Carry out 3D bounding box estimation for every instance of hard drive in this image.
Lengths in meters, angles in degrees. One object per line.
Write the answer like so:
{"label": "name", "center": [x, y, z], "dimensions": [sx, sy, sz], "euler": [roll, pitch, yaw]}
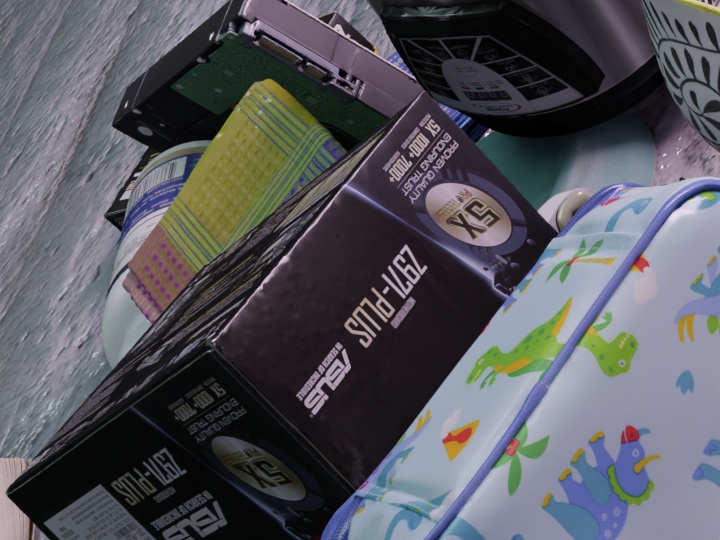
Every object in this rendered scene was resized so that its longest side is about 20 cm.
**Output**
{"label": "hard drive", "center": [-0.056, -0.100, 1.226], "dimensions": [0.200, 0.139, 0.038], "euler": [-26, 40, 60]}

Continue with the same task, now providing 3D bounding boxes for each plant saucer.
{"label": "plant saucer", "center": [0.067, -0.017, 1.038], "dimensions": [0.200, 0.036, 0.201], "euler": [-40, 24, 22]}

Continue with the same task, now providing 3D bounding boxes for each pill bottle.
{"label": "pill bottle", "center": [-0.096, 0.017, 1.185], "dimensions": [0.111, 0.111, 0.201], "euler": [-38, 25, 23]}

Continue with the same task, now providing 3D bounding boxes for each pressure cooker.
{"label": "pressure cooker", "center": [0.088, -0.167, 0.997], "dimensions": [0.178, 0.200, 0.177], "euler": [-34, 51, 8]}

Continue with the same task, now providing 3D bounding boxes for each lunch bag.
{"label": "lunch bag", "center": [0.095, 0.084, 0.665], "dimensions": [0.201, 0.161, 0.082], "euler": [-53, 18, -16]}

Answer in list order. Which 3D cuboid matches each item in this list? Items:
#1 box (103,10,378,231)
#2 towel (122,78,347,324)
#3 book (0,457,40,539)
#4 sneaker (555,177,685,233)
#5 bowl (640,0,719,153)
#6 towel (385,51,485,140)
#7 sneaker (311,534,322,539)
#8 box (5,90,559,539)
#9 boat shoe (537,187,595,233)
{"label": "box", "center": [-0.091, -0.099, 1.444], "dimensions": [0.199, 0.049, 0.161], "euler": [-10, 46, 56]}
{"label": "towel", "center": [-0.048, -0.007, 1.036], "dimensions": [0.144, 0.023, 0.200], "euler": [-53, 41, 7]}
{"label": "book", "center": [-0.174, 0.210, 0.945], "dimensions": [0.134, 0.047, 0.202], "euler": [-113, 24, -65]}
{"label": "sneaker", "center": [0.148, 0.001, 0.807], "dimensions": [0.071, 0.075, 0.199], "euler": [-55, 23, -18]}
{"label": "bowl", "center": [0.197, -0.075, 0.771], "dimensions": [0.201, 0.198, 0.095], "euler": [-110, 21, -65]}
{"label": "towel", "center": [0.066, -0.142, 1.258], "dimensions": [0.145, 0.024, 0.200], "euler": [-47, 22, 2]}
{"label": "sneaker", "center": [-0.049, 0.154, 0.932], "dimensions": [0.198, 0.099, 0.071], "euler": [-13, 9, 18]}
{"label": "box", "center": [-0.036, 0.042, 0.824], "dimensions": [0.200, 0.086, 0.164], "euler": [-35, 13, 50]}
{"label": "boat shoe", "center": [0.063, 0.048, 0.891], "dimensions": [0.068, 0.074, 0.201], "euler": [-9, 50, 41]}
